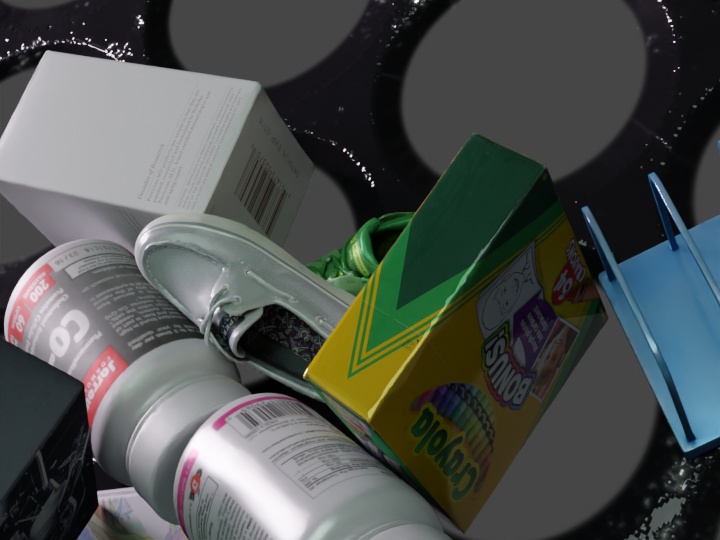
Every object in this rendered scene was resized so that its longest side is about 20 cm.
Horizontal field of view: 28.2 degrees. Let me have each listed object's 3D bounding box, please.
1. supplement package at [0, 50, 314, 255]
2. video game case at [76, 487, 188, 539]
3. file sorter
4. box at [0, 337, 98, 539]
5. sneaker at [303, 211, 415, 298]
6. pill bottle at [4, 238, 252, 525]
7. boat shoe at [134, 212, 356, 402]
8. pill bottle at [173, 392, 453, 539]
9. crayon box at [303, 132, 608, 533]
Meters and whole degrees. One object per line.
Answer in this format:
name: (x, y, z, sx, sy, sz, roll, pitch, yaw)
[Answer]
supplement package: (-0.155, -0.074, 1.070, 0.197, 0.117, 0.119, 12, 69, 26)
video game case: (-0.118, 0.229, 0.949, 0.197, 0.022, 0.185, -9, 60, 18)
file sorter: (0.249, -0.008, 0.866, 0.198, 0.123, 0.140, -26, 56, 8)
box: (-0.258, 0.165, 0.880, 0.103, 0.183, 0.201, 25, 59, 10)
sneaker: (0.000, 0.000, 0.986, 0.198, 0.084, 0.075, -24, 57, 10)
pill bottle: (-0.152, 0.074, 0.979, 0.114, 0.114, 0.200, -45, 50, -6)
boat shoe: (-0.066, 0.027, 0.933, 0.199, 0.072, 0.071, 27, 118, 9)
pill bottle: (-0.020, 0.159, 0.832, 0.114, 0.113, 0.199, -48, 36, -8)
crayon box: (0.066, 0.045, 0.864, 0.058, 0.200, 0.174, 28, 76, 31)
